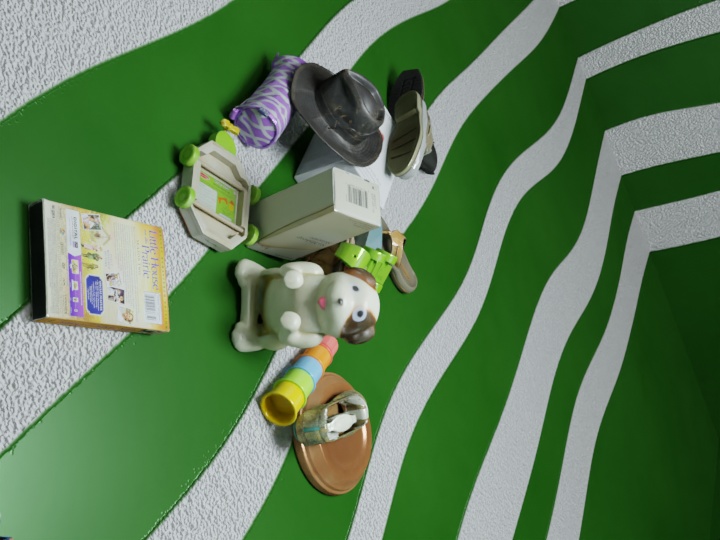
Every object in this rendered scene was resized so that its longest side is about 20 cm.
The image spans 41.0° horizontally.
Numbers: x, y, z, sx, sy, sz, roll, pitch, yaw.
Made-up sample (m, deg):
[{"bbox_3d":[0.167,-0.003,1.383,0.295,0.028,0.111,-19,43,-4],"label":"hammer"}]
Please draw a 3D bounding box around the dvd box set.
[{"bbox_3d":[-0.323,0.000,1.206,0.200,0.029,0.147,13,67,-56],"label":"dvd box set"}]

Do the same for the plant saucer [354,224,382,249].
[{"bbox_3d":[0.000,0.000,1.683,0.201,0.039,0.202,9,90,-81],"label":"plant saucer"}]

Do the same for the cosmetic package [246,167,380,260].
[{"bbox_3d":[-0.074,-0.083,1.472,0.103,0.200,0.073,16,63,-42],"label":"cosmetic package"}]

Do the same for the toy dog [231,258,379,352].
[{"bbox_3d":[-0.067,0.061,1.427,0.194,0.199,0.140,30,61,-49],"label":"toy dog"}]

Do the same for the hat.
[{"bbox_3d":[-0.016,-0.274,1.578,0.200,0.081,0.201,27,47,-33],"label":"hat"}]

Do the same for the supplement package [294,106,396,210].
[{"bbox_3d":[-0.014,-0.199,1.711,0.121,0.119,0.200,54,37,-31],"label":"supplement package"}]

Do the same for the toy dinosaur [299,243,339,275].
[{"bbox_3d":[-0.051,-0.023,1.566,0.060,0.106,0.201,23,95,-18],"label":"toy dinosaur"}]

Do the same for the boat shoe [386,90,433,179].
[{"bbox_3d":[0.097,-0.233,1.719,0.068,0.075,0.200,43,42,-36],"label":"boat shoe"}]

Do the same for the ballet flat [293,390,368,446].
[{"bbox_3d":[-0.026,0.229,1.499,0.200,0.071,0.071,-10,86,-60],"label":"ballet flat"}]

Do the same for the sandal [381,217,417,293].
[{"bbox_3d":[0.068,-0.038,1.844,0.200,0.054,0.080,55,36,-31],"label":"sandal"}]

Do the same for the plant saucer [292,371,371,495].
[{"bbox_3d":[-0.038,0.262,1.565,0.200,0.037,0.201,31,52,-51],"label":"plant saucer"}]

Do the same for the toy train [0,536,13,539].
[{"bbox_3d":[-0.417,0.279,0.892,0.200,0.086,0.115,-5,92,-61],"label":"toy train"}]

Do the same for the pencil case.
[{"bbox_3d":[-0.143,-0.279,1.578,0.085,0.084,0.200,30,41,-3],"label":"pencil case"}]

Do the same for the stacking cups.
[{"bbox_3d":[-0.088,0.167,1.510,0.061,0.060,0.200,67,28,-15],"label":"stacking cups"}]

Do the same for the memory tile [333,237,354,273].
[{"bbox_3d":[-0.023,-0.040,1.587,0.153,0.017,0.201,-87,-169,-60],"label":"memory tile"}]

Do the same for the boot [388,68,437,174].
[{"bbox_3d":[0.120,-0.309,2.037,0.138,0.077,0.201,23,72,-58],"label":"boot"}]

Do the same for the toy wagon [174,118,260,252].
[{"bbox_3d":[-0.211,-0.130,1.438,0.155,0.039,0.201,33,50,-50],"label":"toy wagon"}]

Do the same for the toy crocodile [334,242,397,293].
[{"bbox_3d":[0.010,-0.007,1.521,0.068,0.062,0.200,-63,165,4],"label":"toy crocodile"}]
